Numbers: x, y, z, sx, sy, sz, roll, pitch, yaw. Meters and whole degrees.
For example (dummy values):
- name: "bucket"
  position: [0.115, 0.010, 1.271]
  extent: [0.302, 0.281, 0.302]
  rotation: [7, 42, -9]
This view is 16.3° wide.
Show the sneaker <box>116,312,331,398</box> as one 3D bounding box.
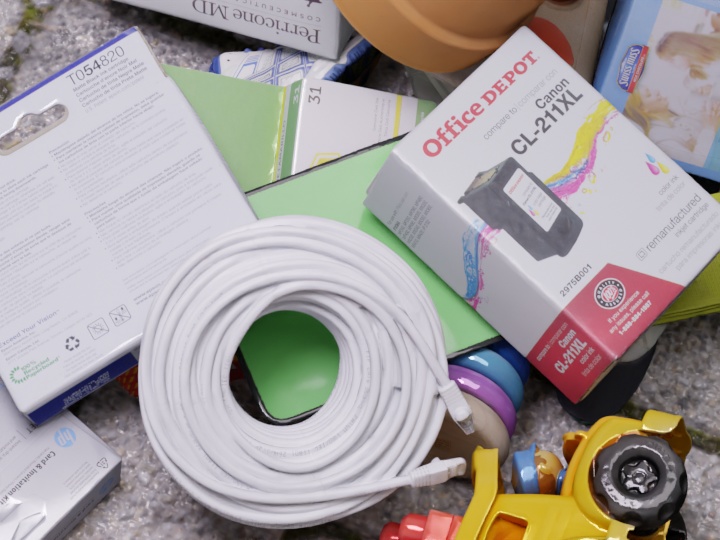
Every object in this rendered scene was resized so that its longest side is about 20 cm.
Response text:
- name: "sneaker"
  position: [-0.071, 0.038, 1.696]
  extent: [0.199, 0.073, 0.077]
  rotation: [0, 49, -12]

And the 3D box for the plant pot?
- name: "plant pot"
  position: [0.075, -0.248, 1.651]
  extent: [0.199, 0.140, 0.201]
  rotation: [17, 63, -38]

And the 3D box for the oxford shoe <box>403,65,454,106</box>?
- name: "oxford shoe"
  position: [0.059, -0.133, 1.781]
  extent: [0.075, 0.058, 0.201]
  rotation: [-29, 92, -52]

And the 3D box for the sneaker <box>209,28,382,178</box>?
- name: "sneaker"
  position: [-0.061, -0.138, 1.789]
  extent: [0.088, 0.075, 0.200]
  rotation: [40, 63, 15]

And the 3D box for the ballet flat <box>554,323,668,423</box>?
- name: "ballet flat"
  position: [0.190, 0.012, 1.747]
  extent: [0.073, 0.073, 0.201]
  rotation: [26, 61, 6]

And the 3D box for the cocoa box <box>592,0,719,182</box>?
- name: "cocoa box"
  position: [0.246, -0.181, 1.730]
  extent: [0.133, 0.201, 0.132]
  rotation: [16, 40, 0]

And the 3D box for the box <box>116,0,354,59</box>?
- name: "box"
  position: [-0.070, -0.279, 1.794]
  extent: [0.198, 0.131, 0.200]
  rotation: [15, 46, 13]

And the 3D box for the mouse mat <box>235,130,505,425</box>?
- name: "mouse mat"
  position: [0.000, 0.000, 1.668]
  extent: [0.199, 0.008, 0.162]
  rotation: [-20, 73, -12]

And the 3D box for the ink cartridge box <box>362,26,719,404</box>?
- name: "ink cartridge box"
  position: [0.124, -0.038, 1.648]
  extent: [0.200, 0.083, 0.146]
  rotation: [43, 63, 6]

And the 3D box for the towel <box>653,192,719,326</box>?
- name: "towel"
  position: [0.203, -0.006, 1.710]
  extent: [0.199, 0.018, 0.087]
  rotation: [-11, 70, -18]

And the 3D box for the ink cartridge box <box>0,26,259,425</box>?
- name: "ink cartridge box"
  position: [-0.180, -0.031, 1.657]
  extent: [0.199, 0.041, 0.201]
  rotation: [-30, 70, -2]

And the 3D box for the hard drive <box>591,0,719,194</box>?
- name: "hard drive"
  position: [0.186, -0.141, 1.850]
  extent: [0.199, 0.033, 0.140]
  rotation: [20, 60, 3]

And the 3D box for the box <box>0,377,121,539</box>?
- name: "box"
  position: [-0.279, 0.118, 1.638]
  extent: [0.200, 0.041, 0.156]
  rotation: [38, 64, 14]

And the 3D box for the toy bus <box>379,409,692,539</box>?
- name: "toy bus"
  position: [0.107, 0.178, 1.614]
  extent: [0.191, 0.136, 0.201]
  rotation: [15, 66, 16]

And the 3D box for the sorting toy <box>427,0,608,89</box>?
- name: "sorting toy"
  position: [0.102, -0.199, 1.774]
  extent: [0.200, 0.036, 0.186]
  rotation: [32, 55, -27]

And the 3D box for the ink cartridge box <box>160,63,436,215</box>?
- name: "ink cartridge box"
  position: [-0.053, -0.060, 1.711]
  extent: [0.199, 0.048, 0.146]
  rotation: [10, 82, -22]

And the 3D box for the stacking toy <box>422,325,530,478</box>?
- name: "stacking toy"
  position: [0.089, 0.041, 1.717]
  extent: [0.085, 0.086, 0.201]
  rotation: [22, 55, 4]

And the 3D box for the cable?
- name: "cable"
  position: [-0.044, 0.063, 1.588]
  extent: [0.199, 0.069, 0.201]
  rotation: [-20, 101, -6]
